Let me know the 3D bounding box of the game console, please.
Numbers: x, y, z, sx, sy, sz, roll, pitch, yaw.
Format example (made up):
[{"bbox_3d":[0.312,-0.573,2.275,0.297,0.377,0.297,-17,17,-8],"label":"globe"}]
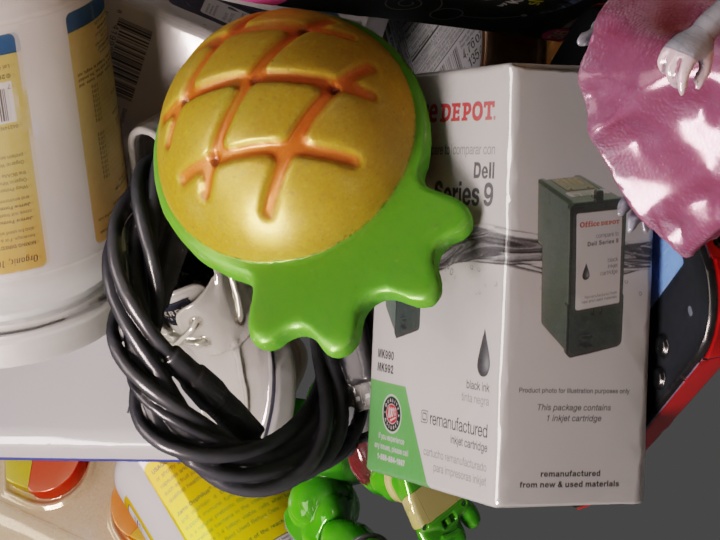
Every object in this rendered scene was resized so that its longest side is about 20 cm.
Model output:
[{"bbox_3d":[0.117,-0.010,1.055,0.177,0.031,0.201,-55,40,46],"label":"game console"}]

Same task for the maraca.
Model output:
[{"bbox_3d":[-0.026,-0.045,1.006,0.136,0.107,0.201,-32,53,4],"label":"maraca"}]

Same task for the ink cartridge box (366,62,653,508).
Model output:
[{"bbox_3d":[0.070,0.004,1.029,0.146,0.083,0.202,-176,87,-65],"label":"ink cartridge box"}]

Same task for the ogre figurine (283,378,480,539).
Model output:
[{"bbox_3d":[0.009,0.084,1.188,0.119,0.097,0.202,-5,89,55],"label":"ogre figurine"}]

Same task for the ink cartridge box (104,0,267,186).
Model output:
[{"bbox_3d":[-0.095,-0.084,1.213,0.084,0.198,0.146,-56,-12,-61],"label":"ink cartridge box"}]

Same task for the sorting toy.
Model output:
[{"bbox_3d":[-0.152,0.103,1.382,0.184,0.036,0.201,21,79,20],"label":"sorting toy"}]

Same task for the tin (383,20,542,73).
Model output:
[{"bbox_3d":[0.049,-0.157,1.198,0.112,0.042,0.202,-48,46,46],"label":"tin"}]

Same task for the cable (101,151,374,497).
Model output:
[{"bbox_3d":[-0.064,0.012,1.089,0.051,0.162,0.202,-20,88,52],"label":"cable"}]

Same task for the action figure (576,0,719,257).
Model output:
[{"bbox_3d":[0.187,-0.079,0.887,0.199,0.134,0.149,-17,29,49],"label":"action figure"}]

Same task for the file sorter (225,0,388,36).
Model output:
[{"bbox_3d":[-0.030,-0.254,1.192,0.201,0.123,0.139,-69,26,22],"label":"file sorter"}]

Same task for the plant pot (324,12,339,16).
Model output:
[{"bbox_3d":[-0.137,-0.094,1.381,0.195,0.198,0.199,25,110,61],"label":"plant pot"}]

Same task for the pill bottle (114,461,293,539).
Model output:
[{"bbox_3d":[-0.079,0.142,1.282,0.201,0.104,0.104,56,140,18],"label":"pill bottle"}]

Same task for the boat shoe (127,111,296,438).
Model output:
[{"bbox_3d":[-0.085,0.012,1.148,0.071,0.065,0.202,8,110,39],"label":"boat shoe"}]

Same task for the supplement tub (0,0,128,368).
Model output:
[{"bbox_3d":[-0.196,-0.065,1.123,0.145,0.143,0.202,-144,44,-59],"label":"supplement tub"}]

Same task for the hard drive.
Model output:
[{"bbox_3d":[-0.157,0.051,1.272,0.025,0.198,0.133,61,-146,-52],"label":"hard drive"}]

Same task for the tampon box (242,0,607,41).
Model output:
[{"bbox_3d":[0.046,-0.203,1.027,0.150,0.198,0.128,-31,60,59],"label":"tampon box"}]
